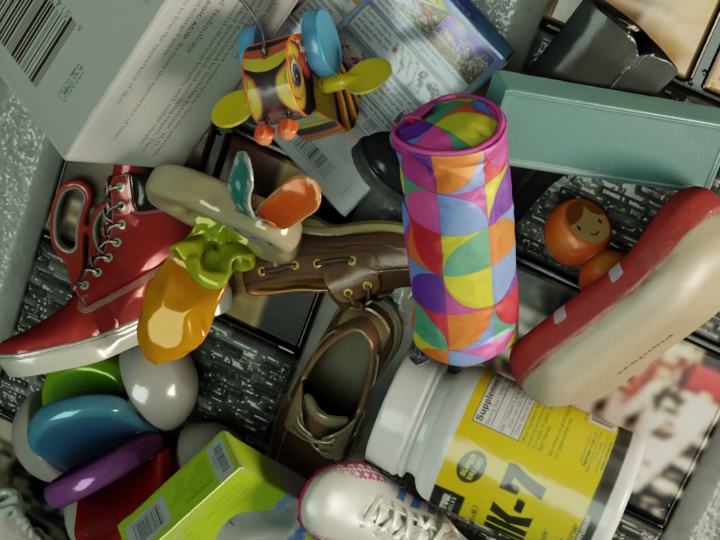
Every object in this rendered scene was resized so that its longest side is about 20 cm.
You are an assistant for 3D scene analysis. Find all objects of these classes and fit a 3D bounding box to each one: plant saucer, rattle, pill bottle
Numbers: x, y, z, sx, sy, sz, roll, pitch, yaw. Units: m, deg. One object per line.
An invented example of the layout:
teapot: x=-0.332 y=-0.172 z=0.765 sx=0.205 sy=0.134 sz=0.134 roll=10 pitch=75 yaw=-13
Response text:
plant saucer: x=0.177 y=-0.094 z=1.157 sx=0.198 sy=0.019 sz=0.071 roll=6 pitch=120 yaw=-21
rattle: x=-0.107 y=-0.005 z=1.157 sx=0.143 sy=0.199 sz=0.130 roll=-49 pitch=115 yaw=-13
pill bottle: x=0.111 y=0.144 z=1.259 sx=0.198 sy=0.114 sz=0.115 roll=23 pitch=112 yaw=8

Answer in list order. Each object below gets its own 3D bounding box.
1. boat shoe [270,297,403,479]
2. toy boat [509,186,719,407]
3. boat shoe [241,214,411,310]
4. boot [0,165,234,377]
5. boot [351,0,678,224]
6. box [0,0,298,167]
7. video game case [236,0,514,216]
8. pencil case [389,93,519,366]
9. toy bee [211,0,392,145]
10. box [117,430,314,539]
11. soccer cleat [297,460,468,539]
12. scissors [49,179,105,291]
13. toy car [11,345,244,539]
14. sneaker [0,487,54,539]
boat shoe: x=-0.031 y=0.111 z=1.311 sx=0.075 sy=0.072 sz=0.202 roll=24 pitch=112 yaw=7
toy boat: x=0.184 y=0.003 z=1.198 sx=0.200 sy=0.130 sz=0.131 roll=-40 pitch=71 yaw=23
boat shoe: x=0.000 y=0.000 z=1.256 sx=0.198 sy=0.072 sz=0.068 roll=6 pitch=73 yaw=19
boot: x=-0.211 y=-0.007 z=1.285 sx=0.198 sy=0.072 sz=0.146 roll=-23 pitch=103 yaw=-22
boot: x=0.111 y=-0.117 z=1.166 sx=0.200 sy=0.164 sz=0.066 roll=-43 pitch=48 yaw=27
box: x=-0.175 y=-0.213 z=1.181 sx=0.199 sy=0.130 sz=0.201 roll=49 pitch=115 yaw=23
video game case: x=-0.014 y=-0.176 z=1.228 sx=0.181 sy=0.045 sz=0.200 roll=-42 pitch=93 yaw=24
pencil case: x=0.066 y=-0.025 z=1.134 sx=0.087 sy=0.089 sz=0.202 roll=7 pitch=129 yaw=14
toy bee: x=-0.057 y=-0.127 z=1.118 sx=0.130 sy=0.199 sz=0.110 roll=-21 pitch=62 yaw=38
box: x=-0.085 y=0.214 z=1.296 sx=0.122 sy=0.048 sz=0.200 roll=-42 pitch=137 yaw=11
soccer cleat: x=0.030 y=0.201 z=1.266 sx=0.086 sy=0.200 sz=0.071 roll=18 pitch=81 yaw=36
scissors: x=-0.240 y=0.020 z=1.374 sx=0.072 sy=0.014 sz=0.202 roll=16 pitch=114 yaw=2
toy car: x=-0.201 y=0.164 z=1.331 sx=0.174 sy=0.150 sz=0.201 roll=-26 pitch=102 yaw=22
sneaker: x=-0.304 y=0.229 z=1.384 sx=0.075 sy=0.199 sz=0.089 roll=36 pitch=99 yaw=46
